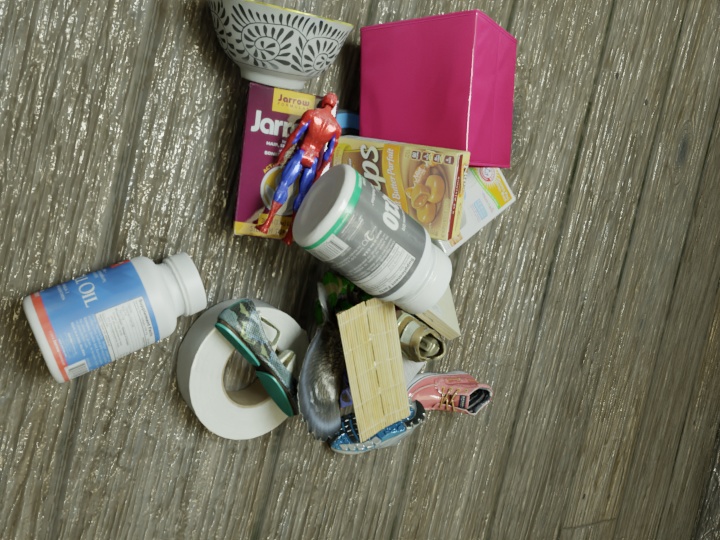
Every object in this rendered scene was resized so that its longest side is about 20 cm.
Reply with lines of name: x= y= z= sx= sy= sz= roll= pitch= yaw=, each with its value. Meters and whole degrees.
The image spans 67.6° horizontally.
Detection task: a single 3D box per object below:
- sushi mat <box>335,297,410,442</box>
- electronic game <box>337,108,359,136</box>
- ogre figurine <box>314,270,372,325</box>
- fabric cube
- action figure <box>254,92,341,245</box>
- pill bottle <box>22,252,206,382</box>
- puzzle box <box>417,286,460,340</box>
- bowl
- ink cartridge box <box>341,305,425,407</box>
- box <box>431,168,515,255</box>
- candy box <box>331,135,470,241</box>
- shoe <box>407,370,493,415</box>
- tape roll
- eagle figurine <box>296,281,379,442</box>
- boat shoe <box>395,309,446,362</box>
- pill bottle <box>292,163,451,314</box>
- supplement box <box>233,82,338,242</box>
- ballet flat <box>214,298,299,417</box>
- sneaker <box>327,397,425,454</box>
sushi mat: x=0.021 y=0.137 z=0.769 sx=0.094 sy=0.012 sz=0.205 roll=-18 pitch=108 yaw=-26
electronic game: x=-0.024 y=-0.161 z=0.892 sx=0.196 sy=0.041 sz=0.205 roll=-8 pitch=104 yaw=-35
ogre figurine: x=0.000 y=0.000 z=0.907 sx=0.118 sy=0.097 sz=0.205 roll=6 pitch=93 yaw=-32
fabric cube: x=0.125 y=-0.267 z=0.850 sx=0.198 sy=0.192 sz=0.205 roll=-14 pitch=107 yaw=-56
action figure: x=-0.076 y=-0.138 z=0.706 sx=0.064 sy=0.052 sz=0.204 roll=24 pitch=92 yaw=-22
pill bottle: x=-0.305 y=0.049 z=0.688 sx=0.197 sy=0.111 sz=0.115 roll=-25 pitch=113 yaw=-30
puzzle box: x=0.095 y=0.016 z=0.878 sx=0.199 sy=0.025 sz=0.135 roll=38 pitch=36 yaw=-42
bowl: x=-0.113 y=-0.301 z=0.721 sx=0.197 sy=0.200 sz=0.096 roll=-3 pitch=117 yaw=-35
ink cartridge box: x=0.036 y=0.165 z=0.958 sx=0.201 sy=0.076 sz=0.138 roll=-48 pitch=141 yaw=-20
box: x=0.171 y=-0.118 z=0.988 sx=0.199 sy=0.101 sz=0.114 roll=-36 pitch=99 yaw=-25
candy box: x=0.049 y=-0.122 z=0.768 sx=0.055 sy=0.196 sz=0.118 roll=-24 pitch=124 yaw=-58
shoe: x=0.175 y=0.251 z=1.086 sx=0.196 sy=0.090 sz=0.073 roll=-2 pitch=101 yaw=-35
tape roll: x=-0.175 y=0.148 z=0.826 sx=0.199 sy=0.070 sz=0.208 roll=-7 pitch=103 yaw=-34
eagle figurine: x=-0.035 y=0.135 z=0.810 sx=0.151 sy=0.150 sz=0.202 roll=34 pitch=92 yaw=-42
boat shoe: x=0.106 y=0.123 z=0.881 sx=0.199 sy=0.075 sz=0.073 roll=28 pitch=87 yaw=-61
pill bottle: x=0.020 y=-0.033 z=0.690 sx=0.199 sy=0.112 sz=0.115 roll=35 pitch=79 yaw=-29
supplement box: x=-0.110 y=-0.147 z=0.775 sx=0.128 sy=0.103 sz=0.205 roll=5 pitch=96 yaw=-15
ballet flat: x=-0.127 y=0.124 z=0.773 sx=0.074 sy=0.074 sz=0.202 roll=-41 pitch=122 yaw=-22
sneaker: x=0.029 y=0.310 z=1.011 sx=0.196 sy=0.076 sz=0.088 roll=-9 pitch=136 yaw=-22
